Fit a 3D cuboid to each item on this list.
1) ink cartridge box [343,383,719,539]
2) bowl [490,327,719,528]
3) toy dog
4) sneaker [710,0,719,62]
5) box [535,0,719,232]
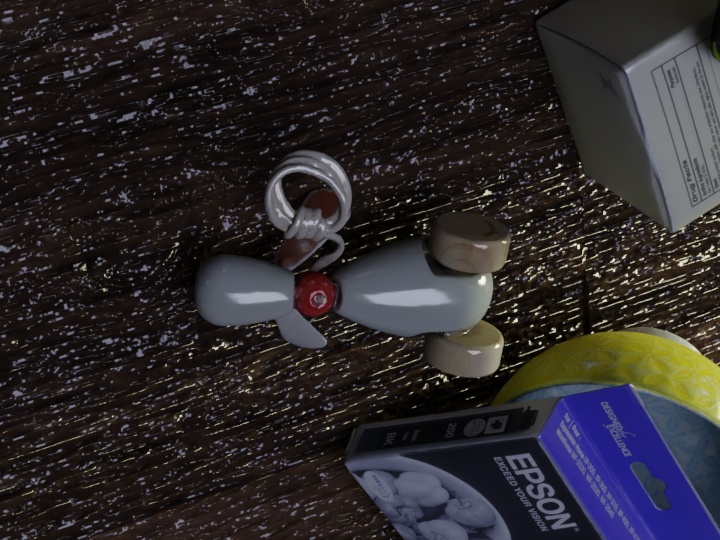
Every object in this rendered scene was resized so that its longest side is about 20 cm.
[{"bbox_3d":[0.122,0.161,1.326,0.198,0.200,0.043,54,38,-35],"label":"ink cartridge box"},{"bbox_3d":[0.185,0.103,1.356,0.200,0.200,0.108,60,36,-35],"label":"bowl"},{"bbox_3d":[0.000,0.000,1.246,0.200,0.096,0.132,23,104,-20],"label":"toy dog"},{"bbox_3d":[0.295,-0.143,1.193,0.200,0.081,0.074,-4,113,-27],"label":"sneaker"},{"bbox_3d":[0.232,-0.139,1.277,0.200,0.109,0.128,-31,124,-12],"label":"box"}]
